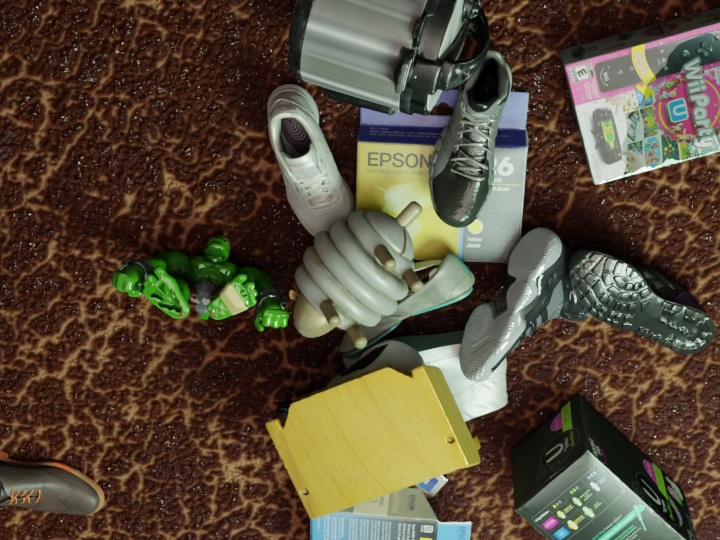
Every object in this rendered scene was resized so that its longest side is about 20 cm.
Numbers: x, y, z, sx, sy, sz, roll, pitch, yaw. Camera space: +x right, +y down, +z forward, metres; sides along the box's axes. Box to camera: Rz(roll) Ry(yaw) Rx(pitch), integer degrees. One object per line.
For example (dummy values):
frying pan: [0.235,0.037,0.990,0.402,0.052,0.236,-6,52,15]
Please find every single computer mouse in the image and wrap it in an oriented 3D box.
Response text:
computer mouse: [-0.005,0.151,1.661,0.110,0.044,0.200,38,128,-16]

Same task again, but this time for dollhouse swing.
dollhouse swing: [0.027,0.186,1.643,0.200,0.176,0.182,-22,100,16]

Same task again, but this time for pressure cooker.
pressure cooker: [0.038,-0.258,1.471,0.200,0.179,0.176,18,80,6]

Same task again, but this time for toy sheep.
toy sheep: [0.000,0.000,1.571,0.200,0.138,0.138,-42,104,7]

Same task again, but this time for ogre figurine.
ogre figurine: [-0.183,0.017,1.636,0.200,0.120,0.098,-6,107,4]

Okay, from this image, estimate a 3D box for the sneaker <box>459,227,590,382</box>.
sneaker: [0.204,0.054,1.629,0.114,0.075,0.200,22,103,-34]

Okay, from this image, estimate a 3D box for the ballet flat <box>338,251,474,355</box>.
ballet flat: [0.043,0.034,1.650,0.200,0.067,0.064,-28,104,27]

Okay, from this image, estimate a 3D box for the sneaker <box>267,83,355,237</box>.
sneaker: [-0.063,-0.109,1.591,0.075,0.100,0.200,-19,111,10]

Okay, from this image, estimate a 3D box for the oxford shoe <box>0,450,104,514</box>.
oxford shoe: [-0.431,0.284,1.780,0.200,0.073,0.071,14,111,-3]

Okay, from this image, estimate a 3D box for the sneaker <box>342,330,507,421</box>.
sneaker: [0.083,0.140,1.696,0.200,0.074,0.116,-6,108,4]

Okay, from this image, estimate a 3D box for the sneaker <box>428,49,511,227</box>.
sneaker: [0.120,-0.150,1.521,0.075,0.115,0.200,11,86,3]

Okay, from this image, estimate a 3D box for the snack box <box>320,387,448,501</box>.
snack box: [0.011,0.231,1.761,0.200,0.024,0.072,35,110,-11]

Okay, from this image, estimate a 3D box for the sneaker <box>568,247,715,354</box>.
sneaker: [0.319,0.024,1.625,0.200,0.088,0.076,30,115,-20]

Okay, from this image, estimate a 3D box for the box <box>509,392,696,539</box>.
box: [0.296,0.281,1.699,0.200,0.149,0.124,42,109,-12]

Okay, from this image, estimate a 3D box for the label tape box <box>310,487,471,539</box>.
label tape box: [0.037,0.348,1.770,0.200,0.066,0.144,4,122,3]

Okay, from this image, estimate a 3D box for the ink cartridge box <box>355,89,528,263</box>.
ink cartridge box: [0.093,-0.109,1.612,0.197,0.047,0.200,2,114,3]

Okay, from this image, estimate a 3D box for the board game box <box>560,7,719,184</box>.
board game box: [0.339,-0.197,1.554,0.200,0.064,0.148,-15,110,8]
